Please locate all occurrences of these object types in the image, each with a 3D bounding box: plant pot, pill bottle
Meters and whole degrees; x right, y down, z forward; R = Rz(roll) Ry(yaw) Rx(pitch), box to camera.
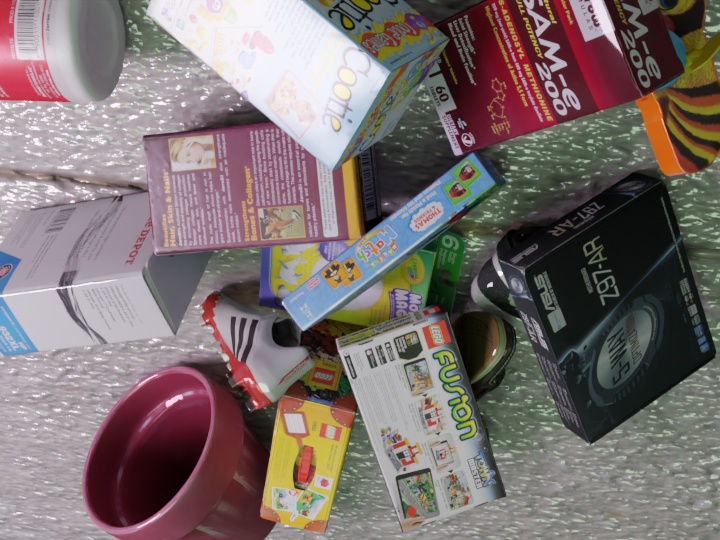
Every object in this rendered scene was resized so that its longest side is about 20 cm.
[{"bbox_3d":[-0.188,0.239,1.169,0.199,0.201,0.179,-21,136,26],"label":"plant pot"},{"bbox_3d":[-0.318,-0.205,0.879,0.199,0.112,0.113,3,129,10],"label":"pill bottle"}]

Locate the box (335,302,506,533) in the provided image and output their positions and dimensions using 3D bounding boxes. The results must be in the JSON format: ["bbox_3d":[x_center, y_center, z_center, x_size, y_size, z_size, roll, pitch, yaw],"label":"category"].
[{"bbox_3d":[0.059,0.143,0.968,0.110,0.035,0.201,-19,105,-1],"label":"box"}]

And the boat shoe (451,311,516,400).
[{"bbox_3d":[0.118,0.093,1.039,0.065,0.074,0.200,6,159,-17],"label":"boat shoe"}]

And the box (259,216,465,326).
[{"bbox_3d":[0.000,0.000,1.018,0.199,0.048,0.118,9,130,3],"label":"box"}]

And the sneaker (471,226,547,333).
[{"bbox_3d":[0.217,0.027,0.973,0.199,0.073,0.112,24,131,-5],"label":"sneaker"}]

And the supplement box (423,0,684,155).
[{"bbox_3d":[0.134,-0.165,0.773,0.200,0.061,0.109,-12,107,54],"label":"supplement box"}]

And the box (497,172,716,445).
[{"bbox_3d":[0.231,0.035,0.927,0.160,0.044,0.200,-31,115,-13],"label":"box"}]

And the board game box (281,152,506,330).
[{"bbox_3d":[0.035,-0.028,0.883,0.200,0.151,0.037,-37,88,13],"label":"board game box"}]

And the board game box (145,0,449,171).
[{"bbox_3d":[-0.050,-0.193,0.794,0.200,0.103,0.105,41,129,8],"label":"board game box"}]

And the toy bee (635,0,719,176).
[{"bbox_3d":[0.241,-0.180,0.779,0.109,0.131,0.200,-33,116,-4],"label":"toy bee"}]

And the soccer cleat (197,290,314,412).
[{"bbox_3d":[-0.106,0.068,1.024,0.085,0.200,0.069,-32,120,-5],"label":"soccer cleat"}]

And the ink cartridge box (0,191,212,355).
[{"bbox_3d":[-0.265,0.000,1.010,0.199,0.145,0.084,-7,127,18],"label":"ink cartridge box"}]

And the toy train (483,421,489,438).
[{"bbox_3d":[0.085,0.183,1.079,0.115,0.085,0.200,-5,163,2],"label":"toy train"}]

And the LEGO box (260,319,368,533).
[{"bbox_3d":[-0.045,0.157,1.086,0.077,0.149,0.200,14,130,1],"label":"LEGO box"}]

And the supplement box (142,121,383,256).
[{"bbox_3d":[-0.088,-0.079,0.922,0.199,0.086,0.111,-4,97,15],"label":"supplement box"}]
